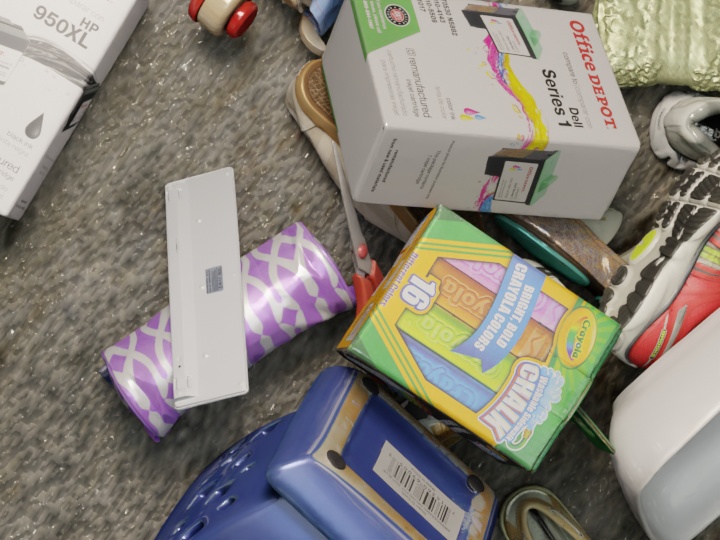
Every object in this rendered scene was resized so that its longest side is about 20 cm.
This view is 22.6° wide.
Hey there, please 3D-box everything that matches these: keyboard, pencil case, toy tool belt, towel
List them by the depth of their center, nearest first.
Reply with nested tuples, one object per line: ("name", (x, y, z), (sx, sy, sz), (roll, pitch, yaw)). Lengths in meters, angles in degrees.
("keyboard", (-0.114, 0.010, 1.327), (0.056, 0.011, 0.201), (-11, 56, 6))
("toy tool belt", (-0.020, -0.228, 1.340), (0.123, 0.125, 0.200), (41, 88, 5))
("pencil case", (-0.098, 0.048, 1.354), (0.199, 0.084, 0.086), (-34, 123, -2))
("towel", (0.251, -0.235, 1.394), (0.147, 0.036, 0.201), (4, 81, 0))

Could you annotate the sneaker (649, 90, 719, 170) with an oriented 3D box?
("sneaker", (0.326, -0.093, 1.386), (0.199, 0.081, 0.076), (9, 87, -6))

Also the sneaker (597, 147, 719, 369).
("sneaker", (0.257, -0.011, 1.337), (0.085, 0.077, 0.200), (36, 97, -25))

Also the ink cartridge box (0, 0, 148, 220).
("ink cartridge box", (-0.268, -0.160, 1.339), (0.144, 0.084, 0.201), (31, 87, -4))

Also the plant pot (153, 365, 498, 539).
("plant pot", (-0.019, 0.199, 1.274), (0.200, 0.200, 0.180), (43, 113, -5))

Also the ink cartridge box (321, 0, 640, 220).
("ink cartridge box", (0.085, -0.121, 1.309), (0.199, 0.084, 0.145), (3, 49, -20))

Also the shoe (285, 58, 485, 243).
("shoe", (0.018, -0.077, 1.382), (0.200, 0.053, 0.070), (48, 54, -7))

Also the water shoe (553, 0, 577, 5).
("water shoe", (0.140, -0.304, 1.376), (0.079, 0.071, 0.201), (-25, 92, -6))

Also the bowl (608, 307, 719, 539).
("bowl", (0.265, 0.104, 1.340), (0.199, 0.200, 0.075), (-41, 60, -3))

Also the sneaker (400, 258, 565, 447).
("sneaker", (0.078, 0.070, 1.380), (0.200, 0.076, 0.088), (-36, 76, -6))

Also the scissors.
("scissors", (0.000, 0.000, 1.330), (0.014, 0.201, 0.073), (10, 51, 34))

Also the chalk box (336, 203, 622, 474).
("chalk box", (0.100, 0.061, 1.277), (0.199, 0.125, 0.124), (33, 85, -3))

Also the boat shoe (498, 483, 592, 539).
("boat shoe", (0.177, 0.254, 1.375), (0.072, 0.076, 0.200), (-42, 93, -3))

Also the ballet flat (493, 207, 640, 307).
("ballet flat", (0.191, -0.006, 1.387), (0.200, 0.068, 0.067), (40, 82, -13))
